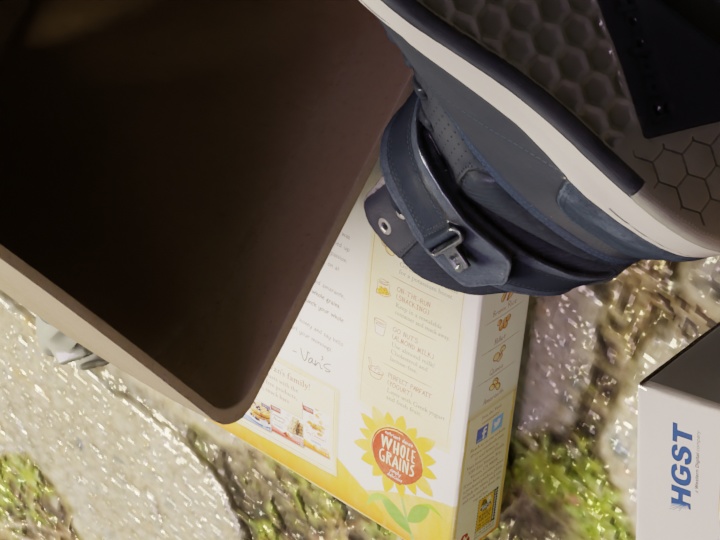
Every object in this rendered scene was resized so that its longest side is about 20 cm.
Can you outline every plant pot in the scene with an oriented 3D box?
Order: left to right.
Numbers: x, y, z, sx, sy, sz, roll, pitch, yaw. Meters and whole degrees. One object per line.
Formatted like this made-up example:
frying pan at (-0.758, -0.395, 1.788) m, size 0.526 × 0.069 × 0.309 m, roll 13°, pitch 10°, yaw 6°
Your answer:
plant pot at (-0.113, -0.093, 0.792) m, size 0.177 × 0.200 × 0.200 m, roll 15°, pitch 162°, yaw 41°

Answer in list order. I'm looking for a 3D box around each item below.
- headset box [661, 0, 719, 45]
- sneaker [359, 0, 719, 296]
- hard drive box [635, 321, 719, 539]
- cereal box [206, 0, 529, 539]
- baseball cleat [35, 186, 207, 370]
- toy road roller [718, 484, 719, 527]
headset box at (0.113, -0.168, 0.634) m, size 0.200 × 0.093 × 0.174 m, roll 49°, pitch 139°, yaw -12°
sneaker at (0.020, -0.071, 0.687) m, size 0.202 × 0.077 × 0.146 m, roll 47°, pitch 159°, yaw -11°
hard drive box at (0.194, 0.116, 0.763) m, size 0.200 × 0.077 × 0.156 m, roll 17°, pitch 123°, yaw 36°
cereal box at (0.000, 0.000, 0.904) m, size 0.144 × 0.039 × 0.200 m, roll 30°, pitch 130°, yaw 31°
baseball cleat at (-0.105, -0.021, 0.935) m, size 0.200 × 0.070 × 0.107 m, roll -35°, pitch 70°, yaw 62°
toy road roller at (0.192, 0.020, 0.635) m, size 0.146 × 0.201 × 0.123 m, roll 16°, pitch 169°, yaw 17°
